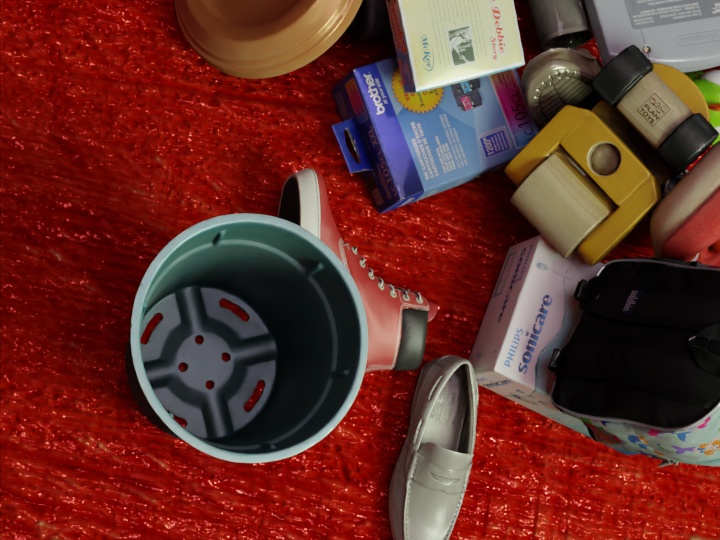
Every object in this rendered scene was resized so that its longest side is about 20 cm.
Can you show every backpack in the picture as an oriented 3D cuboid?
[{"bbox_3d":[0.291,0.086,1.320,0.150,0.199,0.179,35,71,-30],"label":"backpack"}]

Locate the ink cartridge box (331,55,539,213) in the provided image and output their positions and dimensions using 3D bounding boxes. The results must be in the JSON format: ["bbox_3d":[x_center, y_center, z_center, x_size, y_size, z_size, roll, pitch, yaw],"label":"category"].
[{"bbox_3d":[0.062,-0.144,1.438,0.198,0.076,0.138,-21,88,-19],"label":"ink cartridge box"}]

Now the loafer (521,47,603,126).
[{"bbox_3d":[0.204,-0.184,1.459,0.075,0.199,0.069,-36,69,19],"label":"loafer"}]

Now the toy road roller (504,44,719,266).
[{"bbox_3d":[0.247,-0.108,1.414,0.200,0.146,0.123,-45,79,11],"label":"toy road roller"}]

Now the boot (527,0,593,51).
[{"bbox_3d":[0.168,-0.327,1.477,0.181,0.072,0.203,1,81,-58],"label":"boot"}]

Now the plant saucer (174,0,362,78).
[{"bbox_3d":[-0.088,-0.278,1.367,0.198,0.037,0.203,-6,73,21],"label":"plant saucer"}]

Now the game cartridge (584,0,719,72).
[{"bbox_3d":[0.324,-0.268,1.488,0.198,0.041,0.135,-10,71,-12],"label":"game cartridge"}]

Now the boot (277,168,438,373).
[{"bbox_3d":[0.000,0.000,1.395,0.143,0.072,0.203,-7,91,-20],"label":"boot"}]

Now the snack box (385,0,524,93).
[{"bbox_3d":[0.077,-0.275,1.357,0.115,0.037,0.202,-15,101,-17],"label":"snack box"}]

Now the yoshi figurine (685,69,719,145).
[{"bbox_3d":[0.396,-0.181,1.540,0.198,0.112,0.114,0,69,-12],"label":"yoshi figurine"}]

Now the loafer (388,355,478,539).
[{"bbox_3d":[0.071,0.179,1.386,0.069,0.070,0.202,11,77,-17],"label":"loafer"}]

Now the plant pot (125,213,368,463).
[{"bbox_3d":[-0.116,0.070,1.274,0.198,0.196,0.203,3,79,-17],"label":"plant pot"}]

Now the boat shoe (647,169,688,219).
[{"bbox_3d":[0.317,-0.073,1.506,0.074,0.060,0.201,-41,103,-21],"label":"boat shoe"}]

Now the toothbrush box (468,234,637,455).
[{"bbox_3d":[0.221,0.075,1.446,0.198,0.085,0.148,25,75,-14],"label":"toothbrush box"}]

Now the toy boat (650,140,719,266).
[{"bbox_3d":[0.354,-0.030,1.381,0.131,0.200,0.131,-46,65,-5],"label":"toy boat"}]

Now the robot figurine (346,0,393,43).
[{"bbox_3d":[0.042,-0.290,1.430,0.198,0.125,0.152,-15,101,-18],"label":"robot figurine"}]
